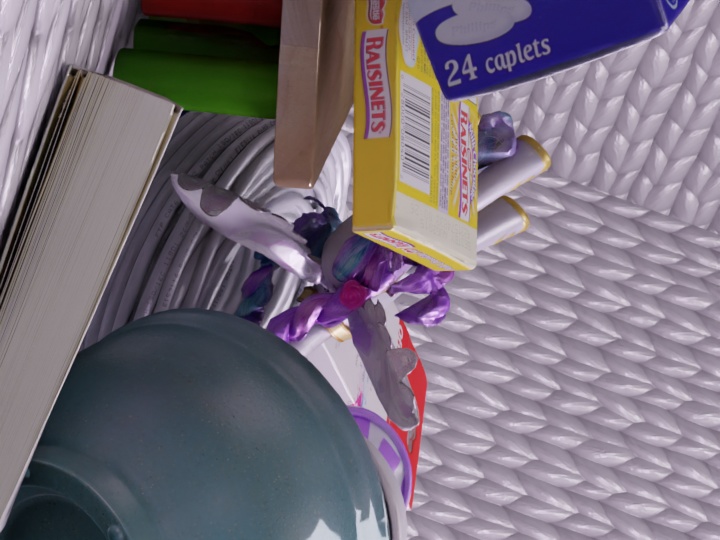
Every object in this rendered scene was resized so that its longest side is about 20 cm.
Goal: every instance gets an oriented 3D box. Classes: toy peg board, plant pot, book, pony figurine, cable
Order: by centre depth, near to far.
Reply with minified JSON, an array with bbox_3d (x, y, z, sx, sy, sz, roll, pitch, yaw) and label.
[{"bbox_3d":[-0.129,0.017,1.211,0.134,0.048,0.201,-119,-130,-87],"label":"book"},{"bbox_3d":[-0.106,0.128,1.342,0.134,0.200,0.201,-18,134,-54],"label":"plant pot"},{"bbox_3d":[-0.050,-0.164,1.344,0.200,0.097,0.200,-70,164,-70],"label":"toy peg board"},{"bbox_3d":[0.000,0.000,1.424,0.200,0.167,0.193,-41,170,-13],"label":"pony figurine"},{"bbox_3d":[-0.081,0.002,1.537,0.200,0.069,0.200,-48,156,-34],"label":"cable"}]

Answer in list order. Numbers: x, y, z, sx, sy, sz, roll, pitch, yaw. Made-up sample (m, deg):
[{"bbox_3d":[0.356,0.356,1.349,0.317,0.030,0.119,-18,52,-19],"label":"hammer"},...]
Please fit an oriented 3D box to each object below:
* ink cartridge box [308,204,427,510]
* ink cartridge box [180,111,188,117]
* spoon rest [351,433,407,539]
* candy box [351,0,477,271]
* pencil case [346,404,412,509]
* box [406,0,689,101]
[{"bbox_3d":[-0.024,0.045,1.738,0.116,0.067,0.200,-81,154,-43],"label":"ink cartridge box"},{"bbox_3d":[-0.100,-0.064,1.660,0.200,0.047,0.198,-62,173,-72],"label":"ink cartridge box"},{"bbox_3d":[-0.053,0.116,1.410,0.061,0.200,0.100,-16,102,-41],"label":"spoon rest"},{"bbox_3d":[0.026,-0.107,1.310,0.102,0.026,0.201,26,62,-67],"label":"candy box"},{"bbox_3d":[-0.034,0.121,1.555,0.086,0.084,0.200,69,-18,1],"label":"pencil case"},{"bbox_3d":[0.070,-0.198,1.256,0.200,0.105,0.184,69,20,-10],"label":"box"}]
